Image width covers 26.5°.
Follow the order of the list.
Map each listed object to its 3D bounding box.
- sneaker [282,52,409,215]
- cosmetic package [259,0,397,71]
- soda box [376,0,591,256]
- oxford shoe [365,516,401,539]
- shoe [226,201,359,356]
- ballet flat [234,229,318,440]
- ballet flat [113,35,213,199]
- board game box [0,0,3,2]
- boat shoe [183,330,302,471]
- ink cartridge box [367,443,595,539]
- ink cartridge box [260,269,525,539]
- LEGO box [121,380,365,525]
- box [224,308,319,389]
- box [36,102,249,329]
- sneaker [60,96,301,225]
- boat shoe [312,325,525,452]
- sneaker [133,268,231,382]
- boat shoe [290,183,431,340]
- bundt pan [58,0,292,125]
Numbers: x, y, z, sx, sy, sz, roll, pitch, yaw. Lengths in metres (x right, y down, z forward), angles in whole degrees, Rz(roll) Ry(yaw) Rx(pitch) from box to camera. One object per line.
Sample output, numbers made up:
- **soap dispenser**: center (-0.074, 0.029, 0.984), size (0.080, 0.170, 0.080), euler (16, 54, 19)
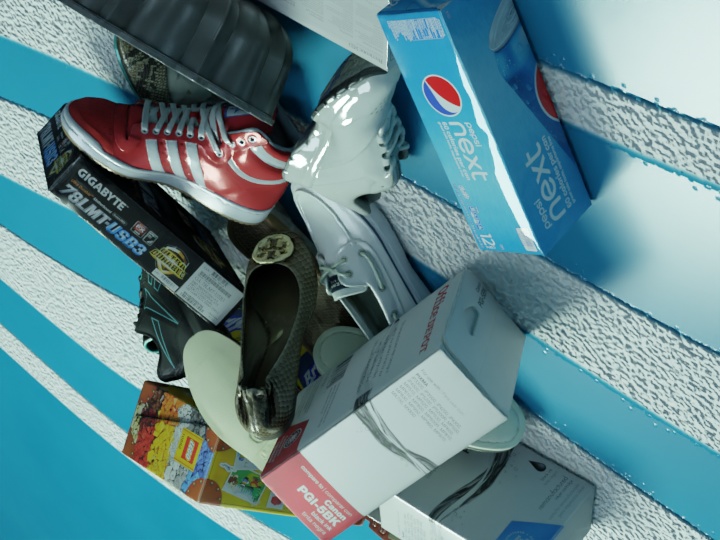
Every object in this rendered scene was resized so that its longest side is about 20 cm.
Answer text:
- **sneaker**: center (0.004, -0.110, 1.194), size (0.087, 0.075, 0.200), euler (33, 155, 0)
- **cosmetic package**: center (-0.042, -0.229, 1.115), size (0.200, 0.051, 0.083), euler (32, 144, 24)
- **soda box**: center (0.090, -0.111, 1.072), size (0.064, 0.068, 0.200), euler (7, 131, 47)
- **oxford shoe**: center (0.019, 0.216, 1.539), size (0.200, 0.075, 0.071), euler (42, 111, 44)
- **shoe**: center (-0.046, 0.010, 1.407), size (0.070, 0.053, 0.200), euler (-27, 112, 23)
- **ballet flat**: center (-0.077, 0.046, 1.291), size (0.067, 0.200, 0.046), euler (-9, 146, 23)
- **ballet flat**: center (-0.150, -0.141, 1.351), size (0.075, 0.068, 0.200), euler (4, 138, 21)
- **board game box**: center (-0.205, -0.280, 1.160), size (0.040, 0.153, 0.200), euler (55, 148, -11)
- **boat shoe**: center (-0.078, 0.131, 1.354), size (0.201, 0.063, 0.074), euler (47, 109, 1)
- **ink cartridge box**: center (0.096, 0.203, 1.379), size (0.200, 0.116, 0.068), euler (27, 144, 28)
- **ink cartridge box**: center (0.030, 0.109, 1.241), size (0.200, 0.147, 0.083), euler (-38, 102, 25)
- **LEGO box**: center (-0.103, 0.176, 1.477), size (0.200, 0.077, 0.149), euler (16, -177, -39)
- **box**: center (-0.103, 0.084, 1.533), size (0.200, 0.070, 0.064), euler (3, 127, 49)
- **box**: center (-0.202, -0.052, 1.389), size (0.198, 0.050, 0.200), euler (44, -177, -23)
- **sneaker**: center (-0.142, -0.120, 1.281), size (0.200, 0.071, 0.113), euler (22, 132, -21)
- **boat shoe**: center (0.052, 0.112, 1.365), size (0.201, 0.072, 0.060), euler (23, 153, 14)
- **sneaker**: center (-0.197, 0.031, 1.522), size (0.075, 0.079, 0.200), euler (51, -177, -45)
- **boat shoe**: center (0.000, 0.000, 1.312), size (0.200, 0.067, 0.074), euler (50, 149, -5)
- **bundt pan**: center (-0.136, -0.194, 1.180), size (0.202, 0.076, 0.202), euler (30, -177, -2)
